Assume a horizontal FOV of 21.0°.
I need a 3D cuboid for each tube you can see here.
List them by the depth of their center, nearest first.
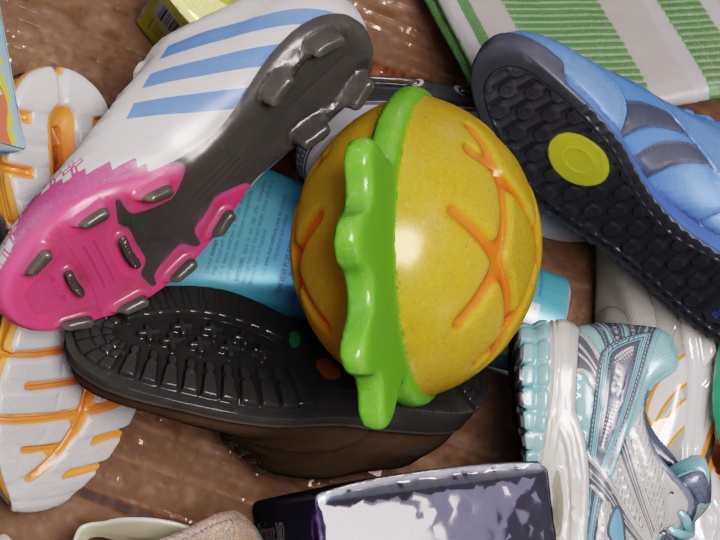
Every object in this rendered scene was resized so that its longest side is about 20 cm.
[{"bbox_3d":[0.000,0.000,0.932,0.199,0.050,0.078,17,71,-8],"label":"tube"}]

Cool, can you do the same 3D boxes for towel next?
[{"bbox_3d":[0.134,-0.131,0.960,0.199,0.023,0.153,-10,50,-17],"label":"towel"}]

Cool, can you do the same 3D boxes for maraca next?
[{"bbox_3d":[0.019,-0.007,0.821,0.106,0.200,0.138,-4,99,15],"label":"maraca"}]

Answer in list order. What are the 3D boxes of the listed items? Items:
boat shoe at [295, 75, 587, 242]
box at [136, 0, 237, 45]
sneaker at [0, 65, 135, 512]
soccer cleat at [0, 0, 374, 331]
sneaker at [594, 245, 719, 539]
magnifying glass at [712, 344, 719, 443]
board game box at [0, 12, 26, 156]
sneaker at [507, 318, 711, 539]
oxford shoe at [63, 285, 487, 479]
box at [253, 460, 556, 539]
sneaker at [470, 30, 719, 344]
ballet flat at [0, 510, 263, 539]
[{"bbox_3d":[0.061,-0.062,0.947,0.199,0.069,0.057,6,39,-22],"label":"boat shoe"},{"bbox_3d":[-0.015,-0.171,0.938,0.200,0.075,0.050,-41,93,-17],"label":"box"},{"bbox_3d":[-0.150,0.009,0.879,0.078,0.077,0.201,-4,97,-46],"label":"sneaker"},{"bbox_3d":[-0.083,-0.054,0.843,0.200,0.086,0.070,-39,136,-7],"label":"soccer cleat"},{"bbox_3d":[0.124,0.074,0.940,0.092,0.076,0.201,-5,82,-11],"label":"sneaker"},{"bbox_3d":[0.217,0.016,0.963,0.080,0.022,0.200,53,50,-32],"label":"magnifying glass"},{"bbox_3d":[-0.257,-0.081,0.800,0.199,0.103,0.105,-13,84,15],"label":"board game box"},{"bbox_3d":[0.118,0.119,0.874,0.086,0.078,0.201,-7,98,4],"label":"sneaker"},{"bbox_3d":[-0.045,0.062,0.883,0.199,0.085,0.073,14,43,-25],"label":"oxford shoe"},{"bbox_3d":[0.025,0.190,0.857,0.104,0.148,0.201,-6,82,-14],"label":"box"},{"bbox_3d":[0.135,-0.048,0.887,0.200,0.066,0.079,39,54,-11],"label":"sneaker"},{"bbox_3d":[-0.134,0.148,0.864,0.199,0.068,0.067,-10,56,-5],"label":"ballet flat"}]
